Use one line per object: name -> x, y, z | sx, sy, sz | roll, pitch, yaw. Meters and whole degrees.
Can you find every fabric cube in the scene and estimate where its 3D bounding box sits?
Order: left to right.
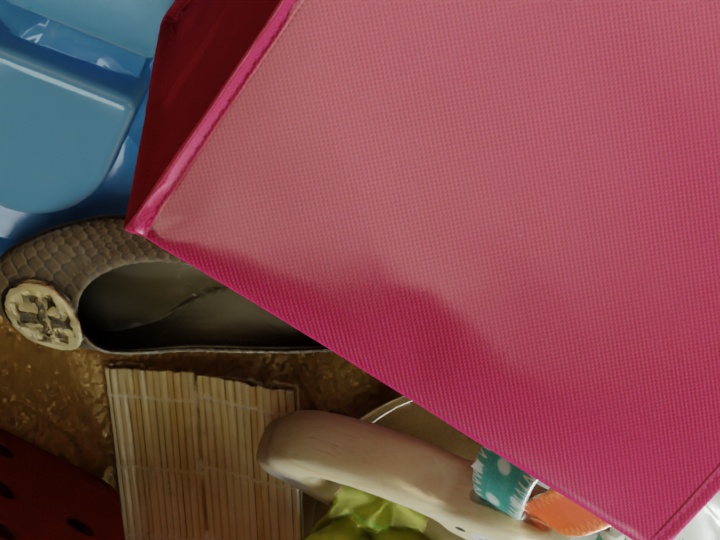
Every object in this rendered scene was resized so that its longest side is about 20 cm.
fabric cube -> 0.062, -0.074, 0.570 | 0.199, 0.200, 0.197 | 31, 111, -16

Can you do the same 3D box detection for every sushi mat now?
sushi mat -> -0.072, 0.133, 0.864 | 0.095, 0.012, 0.201 | 8, 121, 16

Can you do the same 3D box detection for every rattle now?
rattle -> 0.021, 0.130, 0.731 | 0.143, 0.199, 0.130 | -52, 121, -22

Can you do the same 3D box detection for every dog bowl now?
dog bowl -> -0.118, -0.097, 0.724 | 0.111, 0.050, 0.201 | 20, 116, -15

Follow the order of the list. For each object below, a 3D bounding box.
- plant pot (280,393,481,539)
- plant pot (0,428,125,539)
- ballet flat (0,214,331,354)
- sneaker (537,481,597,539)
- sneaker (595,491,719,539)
plant pot -> 0.059, 0.131, 0.880 | 0.198, 0.028, 0.201 | -1, 120, -2
plant pot -> -0.207, 0.166, 0.797 | 0.199, 0.200, 0.177 | 29, 100, -19
ballet flat -> -0.060, 0.014, 0.725 | 0.198, 0.047, 0.068 | 1, 140, 9
sneaker -> 0.109, 0.154, 0.838 | 0.084, 0.073, 0.201 | 4, 118, -3
sneaker -> 0.125, 0.114, 0.762 | 0.088, 0.075, 0.201 | -28, 114, 10
